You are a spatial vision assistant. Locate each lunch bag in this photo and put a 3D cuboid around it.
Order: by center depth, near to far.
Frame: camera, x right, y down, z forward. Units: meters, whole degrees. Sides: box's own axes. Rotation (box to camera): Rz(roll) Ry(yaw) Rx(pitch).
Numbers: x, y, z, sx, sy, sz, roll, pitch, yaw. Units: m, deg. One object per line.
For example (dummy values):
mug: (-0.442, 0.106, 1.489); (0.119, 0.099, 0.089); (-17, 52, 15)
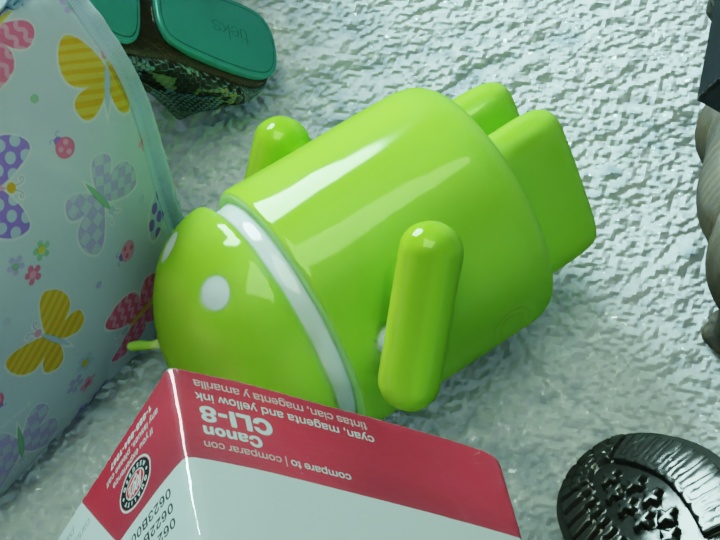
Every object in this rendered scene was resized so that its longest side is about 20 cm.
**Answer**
lunch bag: (-0.170, -0.019, 0.974); (0.127, 0.200, 0.170); (29, 62, 26)

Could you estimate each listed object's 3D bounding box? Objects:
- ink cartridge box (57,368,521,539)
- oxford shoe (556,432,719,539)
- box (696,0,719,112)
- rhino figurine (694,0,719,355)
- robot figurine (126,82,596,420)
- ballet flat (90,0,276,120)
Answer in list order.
ink cartridge box: (-0.024, 0.166, 0.800); (0.144, 0.146, 0.201); (18, 35, -27)
oxford shoe: (0.146, 0.131, 0.905); (0.073, 0.084, 0.200); (-43, 40, -6)
box: (0.252, -0.096, 0.993); (0.199, 0.079, 0.142); (27, 50, -15)
rhino figurine: (0.175, -0.050, 1.021); (0.059, 0.088, 0.201); (-1, 53, 6)
robot figurine: (0.000, 0.000, 0.988); (0.199, 0.116, 0.175); (-31, 33, -13)
ballet flat: (-0.118, -0.114, 1.055); (0.074, 0.200, 0.075); (-14, 65, 31)
